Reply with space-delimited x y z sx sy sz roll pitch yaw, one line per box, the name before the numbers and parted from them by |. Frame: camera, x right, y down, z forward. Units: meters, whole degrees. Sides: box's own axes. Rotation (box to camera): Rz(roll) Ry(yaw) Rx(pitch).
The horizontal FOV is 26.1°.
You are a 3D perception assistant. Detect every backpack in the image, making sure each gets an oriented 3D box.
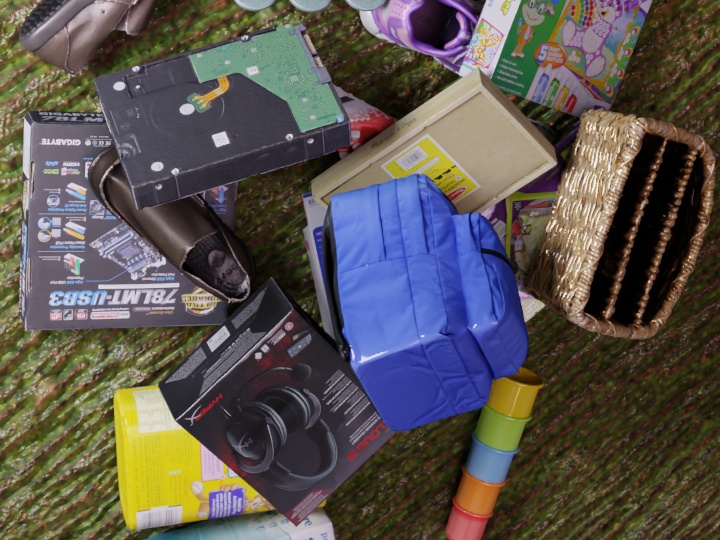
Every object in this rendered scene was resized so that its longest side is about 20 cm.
backpack | 0.056 0.018 1.409 0.167 0.201 0.163 -16 145 3

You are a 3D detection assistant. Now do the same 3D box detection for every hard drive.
hard drive | -0.122 -0.139 1.373 0.199 0.140 0.038 -19 145 -10

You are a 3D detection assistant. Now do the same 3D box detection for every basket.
basket | 0.262 -0.037 1.452 0.142 0.149 0.201 17 95 -14

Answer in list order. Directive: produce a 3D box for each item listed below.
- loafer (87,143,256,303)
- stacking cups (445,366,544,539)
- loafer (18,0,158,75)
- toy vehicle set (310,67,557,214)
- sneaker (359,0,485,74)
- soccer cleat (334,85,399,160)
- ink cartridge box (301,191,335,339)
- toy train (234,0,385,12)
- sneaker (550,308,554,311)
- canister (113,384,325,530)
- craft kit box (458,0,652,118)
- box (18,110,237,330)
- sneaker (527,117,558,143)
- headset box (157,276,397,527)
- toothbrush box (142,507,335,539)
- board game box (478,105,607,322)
loafer | -0.161 -0.042 1.415 0.200 0.071 0.073 40 91 -28
stacking cups | 0.136 0.200 1.662 0.060 0.061 0.201 12 105 -22
loafer | -0.210 -0.249 1.383 0.200 0.073 0.071 -37 121 7
toy vehicle set | 0.068 -0.092 1.462 0.199 0.027 0.124 -32 128 22
sneaker | 0.100 -0.225 1.482 0.199 0.088 0.081 14 101 -26
soccer cleat | -0.032 -0.151 1.474 0.199 0.086 0.069 7 149 -29
ink cartridge box | 0.000 0.000 1.557 0.094 0.037 0.201 -17 115 -13
toy train | -0.042 -0.299 1.404 0.198 0.085 0.115 -2 74 -13
sneaker | 0.141 -0.024 1.589 0.080 0.078 0.200 -41 113 20
canister | -0.139 0.175 1.545 0.198 0.087 0.150 -6 111 -16
craft kit box | 0.200 -0.253 1.485 0.199 0.048 0.199 9 102 -48
box | -0.217 -0.045 1.459 0.199 0.050 0.200 -1 110 -19
sneaker | 0.207 -0.081 1.574 0.200 0.082 0.078 39 93 -26
headset box | -0.065 0.130 1.453 0.149 0.077 0.200 -42 121 1
toothbrush box | -0.120 0.331 1.606 0.199 0.085 0.147 -16 112 -13
board game box | 0.193 -0.052 1.524 0.200 0.032 0.120 -40 101 -3
